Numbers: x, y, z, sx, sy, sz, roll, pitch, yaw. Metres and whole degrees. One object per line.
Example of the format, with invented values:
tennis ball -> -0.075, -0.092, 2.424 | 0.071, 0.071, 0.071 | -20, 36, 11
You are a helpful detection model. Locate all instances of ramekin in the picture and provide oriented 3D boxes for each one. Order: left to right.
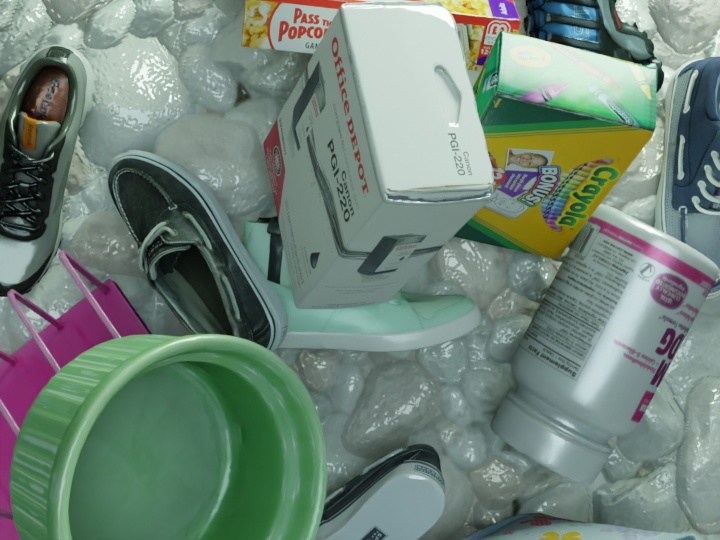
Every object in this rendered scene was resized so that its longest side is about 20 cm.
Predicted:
ramekin -> -0.128, 0.136, 0.810 | 0.199, 0.097, 0.202 | -5, 97, -40

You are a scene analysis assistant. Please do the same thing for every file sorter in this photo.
file sorter -> -0.245, 0.102, 0.918 | 0.200, 0.126, 0.139 | -38, 70, -4

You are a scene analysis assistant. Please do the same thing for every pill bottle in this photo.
pill bottle -> 0.190, 0.060, 0.997 | 0.113, 0.113, 0.201 | 27, 95, -7

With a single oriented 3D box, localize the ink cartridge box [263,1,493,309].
ink cartridge box -> 0.005, -0.074, 0.880 | 0.084, 0.200, 0.147 | -4, 70, -24

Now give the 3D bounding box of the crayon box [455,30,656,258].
crayon box -> 0.130, -0.088, 0.945 | 0.118, 0.200, 0.059 | 12, 62, -7

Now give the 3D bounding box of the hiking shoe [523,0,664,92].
hiking shoe -> 0.161, -0.206, 1.006 | 0.086, 0.074, 0.201 | -37, 96, -5

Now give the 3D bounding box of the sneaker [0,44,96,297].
sneaker -> -0.257, -0.078, 0.958 | 0.073, 0.079, 0.202 | 14, 92, -9

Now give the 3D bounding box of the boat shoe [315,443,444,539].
boat shoe -> -0.012, 0.210, 1.007 | 0.072, 0.068, 0.200 | 41, 109, -13

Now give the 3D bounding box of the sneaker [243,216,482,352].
sneaker -> 0.000, 0.000, 0.991 | 0.199, 0.074, 0.119 | 0, 99, -4

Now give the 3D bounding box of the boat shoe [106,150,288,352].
boat shoe -> -0.134, -0.015, 0.950 | 0.200, 0.071, 0.072 | 47, 115, 15

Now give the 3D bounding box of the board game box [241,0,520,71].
board game box -> 0.011, -0.212, 0.951 | 0.198, 0.152, 0.047 | 4, 126, -8

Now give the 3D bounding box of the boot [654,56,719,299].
boot -> 0.287, -0.075, 1.018 | 0.072, 0.090, 0.202 | -4, 93, -7

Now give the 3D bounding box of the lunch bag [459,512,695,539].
lunch bag -> 0.135, 0.266, 0.937 | 0.199, 0.169, 0.128 | -8, 93, -44
